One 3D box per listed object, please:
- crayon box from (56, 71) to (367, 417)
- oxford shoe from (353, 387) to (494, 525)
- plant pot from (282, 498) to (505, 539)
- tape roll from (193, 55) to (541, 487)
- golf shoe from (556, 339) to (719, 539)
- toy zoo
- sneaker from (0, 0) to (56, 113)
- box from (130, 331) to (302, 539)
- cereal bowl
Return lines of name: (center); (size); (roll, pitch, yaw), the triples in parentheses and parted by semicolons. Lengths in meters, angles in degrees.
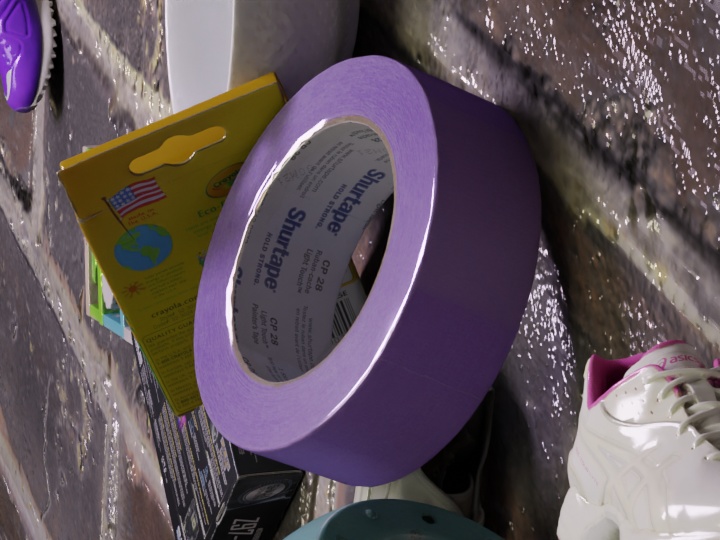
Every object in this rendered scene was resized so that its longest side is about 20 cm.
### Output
crayon box: (-0.077, -0.022, 1.440); (0.200, 0.126, 0.051); (70, 178, -47)
oxford shoe: (0.034, 0.132, 1.361); (0.058, 0.075, 0.201); (20, 117, 38)
plant pot: (0.011, 0.206, 1.264); (0.161, 0.200, 0.201); (-66, 32, 29)
tape roll: (0.000, 0.000, 1.310); (0.200, 0.065, 0.201); (-35, 44, 42)
golf shoe: (0.130, 0.074, 1.066); (0.200, 0.075, 0.092); (178, 92, -69)
toy zoo: (-0.166, -0.016, 1.956); (0.200, 0.020, 0.132); (-158, 66, -68)
sneaker: (-0.302, -0.225, 2.177); (0.070, 0.099, 0.201); (171, 95, -72)
box: (-0.097, 0.083, 1.746); (0.160, 0.043, 0.201); (115, 146, -53)
cereal bowl: (-0.052, -0.153, 1.503); (0.200, 0.083, 0.201); (180, 90, -74)
